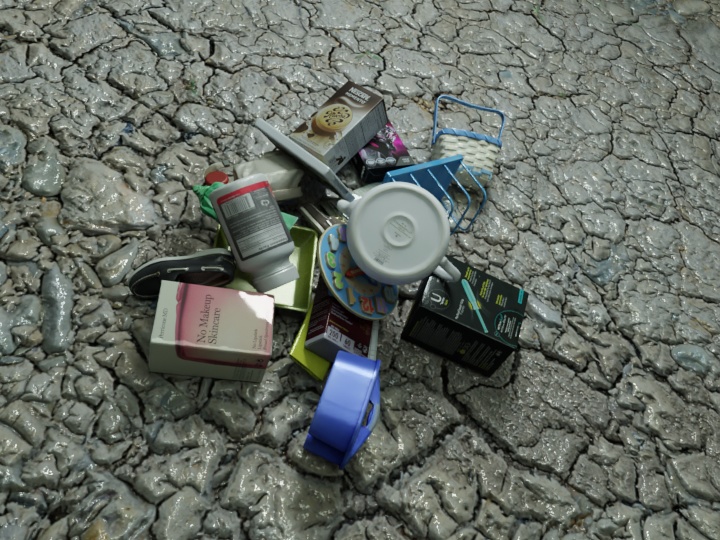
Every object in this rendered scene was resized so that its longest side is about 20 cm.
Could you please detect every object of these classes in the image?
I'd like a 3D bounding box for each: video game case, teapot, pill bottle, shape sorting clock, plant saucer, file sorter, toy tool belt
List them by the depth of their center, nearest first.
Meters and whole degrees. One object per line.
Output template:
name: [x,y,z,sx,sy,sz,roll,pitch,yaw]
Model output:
pill bottle: [-0.185,-0.064,1.201,0.111,0.111,0.200,-24,95,-31]
teapot: [0.070,-0.060,1.226,0.197,0.146,0.200,-12,84,-2]
shape sorting clock: [0.000,0.000,1.253,0.200,0.039,0.200,25,51,-36]
plant saucer: [-0.192,-0.008,1.307,0.200,0.048,0.200,11,54,-11]
toy tool belt: [-0.215,-0.157,1.366,0.200,0.123,0.125,-17,49,-22]
video game case: [-0.113,-0.227,1.402,0.200,0.182,0.023,37,89,20]
file sorter: [0.145,-0.138,1.418,0.200,0.139,0.123,-19,63,-30]

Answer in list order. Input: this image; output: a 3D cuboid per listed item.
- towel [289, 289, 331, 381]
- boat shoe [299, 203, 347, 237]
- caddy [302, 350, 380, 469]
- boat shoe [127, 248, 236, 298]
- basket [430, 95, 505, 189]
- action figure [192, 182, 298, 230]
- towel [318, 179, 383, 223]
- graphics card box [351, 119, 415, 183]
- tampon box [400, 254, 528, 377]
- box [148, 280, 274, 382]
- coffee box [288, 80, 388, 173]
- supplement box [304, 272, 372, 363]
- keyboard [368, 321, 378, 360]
towel: [-0.072,0.106,1.256,0.086,0.018,0.200,43,44,-22]
boat shoe: [-0.043,-0.072,1.375,0.060,0.072,0.200,-43,75,-8]
caddy: [-0.019,0.235,1.136,0.105,0.141,0.200,21,53,0]
boat shoe: [-0.321,0.017,1.200,0.200,0.074,0.060,-12,47,-1]
basket: [0.248,-0.305,1.591,0.176,0.139,0.200,14,84,-9]
action figure: [-0.234,-0.106,1.279,0.200,0.055,0.118,34,86,-4]
towel: [0.037,-0.114,1.466,0.200,0.035,0.193,-28,68,-31]
graphics card box: [0.031,-0.292,1.566,0.125,0.051,0.200,-8,54,-22]
tampon box: [0.205,0.088,1.322,0.200,0.126,0.150,25,51,1]
box: [-0.257,0.108,1.166,0.200,0.109,0.128,8,54,-13]
coffee box: [-0.046,-0.319,1.498,0.113,0.080,0.200,34,71,29]
supplement box: [-0.031,0.073,1.257,0.109,0.061,0.200,34,47,-30]
keyboard: [0.009,0.102,1.320,0.056,0.011,0.200,13,53,-9]
